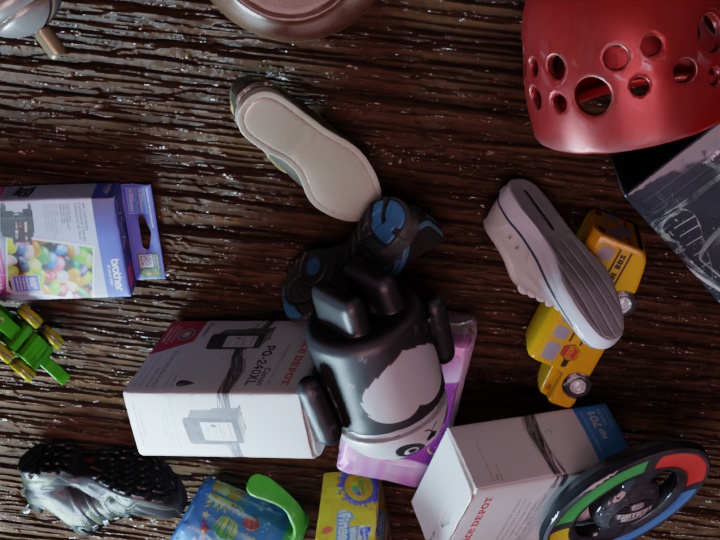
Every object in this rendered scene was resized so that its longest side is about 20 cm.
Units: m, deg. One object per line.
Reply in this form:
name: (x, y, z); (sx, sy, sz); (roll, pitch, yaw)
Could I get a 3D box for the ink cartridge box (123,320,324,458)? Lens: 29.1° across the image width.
ink cartridge box: (-0.123, 0.121, 1.444); (0.197, 0.146, 0.084); (-2, 118, 18)

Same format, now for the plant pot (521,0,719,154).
plant pot: (0.237, -0.223, 1.238); (0.198, 0.201, 0.185); (-10, 112, 8)

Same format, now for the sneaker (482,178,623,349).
sneaker: (0.192, 0.003, 1.387); (0.072, 0.201, 0.071); (-7, 146, -36)

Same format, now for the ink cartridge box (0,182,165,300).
ink cartridge box: (-0.310, -0.030, 1.454); (0.197, 0.042, 0.121); (-3, 119, 2)

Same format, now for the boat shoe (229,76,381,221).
boat shoe: (-0.053, -0.122, 1.376); (0.072, 0.060, 0.201); (-45, 128, 8)

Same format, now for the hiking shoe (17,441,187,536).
hiking shoe: (-0.294, 0.259, 1.597); (0.197, 0.076, 0.102); (12, 127, 7)

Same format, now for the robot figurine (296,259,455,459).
robot figurine: (0.018, 0.092, 1.368); (0.148, 0.125, 0.202); (-12, 120, 9)

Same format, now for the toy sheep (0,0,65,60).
toy sheep: (-0.330, -0.283, 1.267); (0.137, 0.138, 0.201); (-28, 98, 16)

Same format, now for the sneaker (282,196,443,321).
sneaker: (0.000, 0.000, 1.435); (0.199, 0.074, 0.081); (-33, 148, 34)

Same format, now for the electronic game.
electronic game: (0.278, 0.243, 1.458); (0.198, 0.042, 0.201); (-18, 145, -13)

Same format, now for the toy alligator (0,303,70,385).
toy alligator: (-0.378, 0.059, 1.476); (0.059, 0.054, 0.200); (-51, 138, -14)

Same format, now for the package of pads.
package of pads: (0.049, 0.132, 1.503); (0.119, 0.076, 0.202); (12, 118, 0)

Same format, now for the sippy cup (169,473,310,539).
sippy cup: (-0.144, 0.309, 1.584); (0.129, 0.140, 0.179); (31, 90, -3)

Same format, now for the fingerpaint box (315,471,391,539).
fingerpaint box: (-0.005, 0.351, 1.553); (0.072, 0.201, 0.169); (-5, 119, 6)

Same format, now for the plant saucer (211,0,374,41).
plant saucer: (-0.067, -0.306, 1.296); (0.197, 0.037, 0.203); (1, 118, 2)

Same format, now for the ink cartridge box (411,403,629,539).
ink cartridge box: (0.172, 0.227, 1.482); (0.198, 0.086, 0.147); (-4, 140, -23)

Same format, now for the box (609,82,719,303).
box: (0.381, -0.092, 1.344); (0.199, 0.124, 0.196); (-39, 112, 21)

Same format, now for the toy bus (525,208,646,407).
toy bus: (0.233, 0.043, 1.453); (0.077, 0.065, 0.202); (20, 117, -8)
